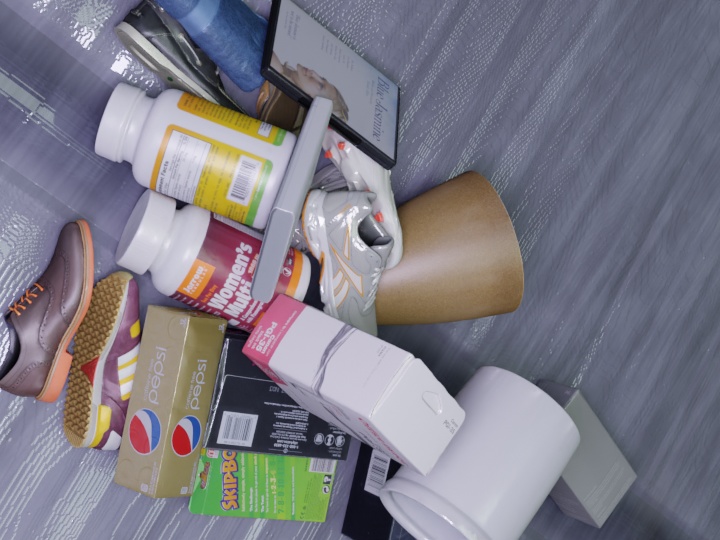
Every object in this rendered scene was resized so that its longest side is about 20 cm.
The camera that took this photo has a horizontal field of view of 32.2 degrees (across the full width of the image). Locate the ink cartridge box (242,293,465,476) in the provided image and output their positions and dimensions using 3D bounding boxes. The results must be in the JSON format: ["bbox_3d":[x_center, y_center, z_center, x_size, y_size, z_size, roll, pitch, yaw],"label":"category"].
[{"bbox_3d":[-0.007,0.120,1.328,0.083,0.200,0.147,-54,138,-14],"label":"ink cartridge box"}]

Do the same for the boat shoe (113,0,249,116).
[{"bbox_3d":[-0.182,-0.222,1.393,0.200,0.072,0.068,45,71,-28],"label":"boat shoe"}]

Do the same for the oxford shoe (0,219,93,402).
[{"bbox_3d":[-0.335,0.039,1.328,0.072,0.071,0.201,14,89,-30],"label":"oxford shoe"}]

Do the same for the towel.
[{"bbox_3d":[-0.170,-0.293,1.369,0.048,0.112,0.200,-29,127,22],"label":"towel"}]

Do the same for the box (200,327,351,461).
[{"bbox_3d":[-0.113,0.144,1.470,0.199,0.115,0.133,11,92,-35],"label":"box"}]

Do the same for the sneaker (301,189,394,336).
[{"bbox_3d":[0.000,0.000,1.426,0.076,0.092,0.201,-60,139,-57],"label":"sneaker"}]

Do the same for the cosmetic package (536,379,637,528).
[{"bbox_3d":[0.302,0.263,1.795,0.107,0.090,0.200,-46,117,-20],"label":"cosmetic package"}]

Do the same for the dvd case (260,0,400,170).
[{"bbox_3d":[-0.030,-0.219,1.449,0.200,0.018,0.143,35,39,-29],"label":"dvd case"}]

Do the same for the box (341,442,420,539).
[{"bbox_3d":[0.094,0.270,1.638,0.182,0.104,0.201,12,90,-36],"label":"box"}]

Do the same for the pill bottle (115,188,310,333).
[{"bbox_3d":[-0.165,-0.008,1.395,0.199,0.109,0.110,25,82,-20],"label":"pill bottle"}]

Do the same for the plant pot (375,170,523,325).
[{"bbox_3d":[0.073,-0.008,1.551,0.199,0.186,0.187,-17,107,-16],"label":"plant pot"}]

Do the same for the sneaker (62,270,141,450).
[{"bbox_3d":[-0.267,0.101,1.388,0.090,0.075,0.201,10,97,-44],"label":"sneaker"}]

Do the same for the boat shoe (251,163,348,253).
[{"bbox_3d":[-0.068,-0.058,1.497,0.200,0.069,0.071,-44,122,-20],"label":"boat shoe"}]

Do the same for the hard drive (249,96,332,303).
[{"bbox_3d":[-0.073,-0.079,1.344,0.027,0.132,0.200,17,43,-2],"label":"hard drive"}]

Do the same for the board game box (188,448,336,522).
[{"bbox_3d":[-0.120,0.256,1.534,0.199,0.030,0.096,12,90,-38],"label":"board game box"}]

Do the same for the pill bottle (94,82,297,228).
[{"bbox_3d":[-0.178,-0.129,1.349,0.199,0.111,0.112,21,85,-5],"label":"pill bottle"}]

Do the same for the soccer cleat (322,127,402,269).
[{"bbox_3d":[0.013,-0.101,1.474,0.077,0.069,0.201,-20,86,-47],"label":"soccer cleat"}]

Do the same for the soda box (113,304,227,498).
[{"bbox_3d":[-0.207,0.142,1.361,0.064,0.068,0.201,9,92,-54],"label":"soda box"}]

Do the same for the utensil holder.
[{"bbox_3d":[0.148,0.242,1.509,0.200,0.170,0.170,-50,121,-22],"label":"utensil holder"}]

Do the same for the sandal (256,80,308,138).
[{"bbox_3d":[-0.092,-0.201,1.474,0.080,0.054,0.201,18,72,-41],"label":"sandal"}]
